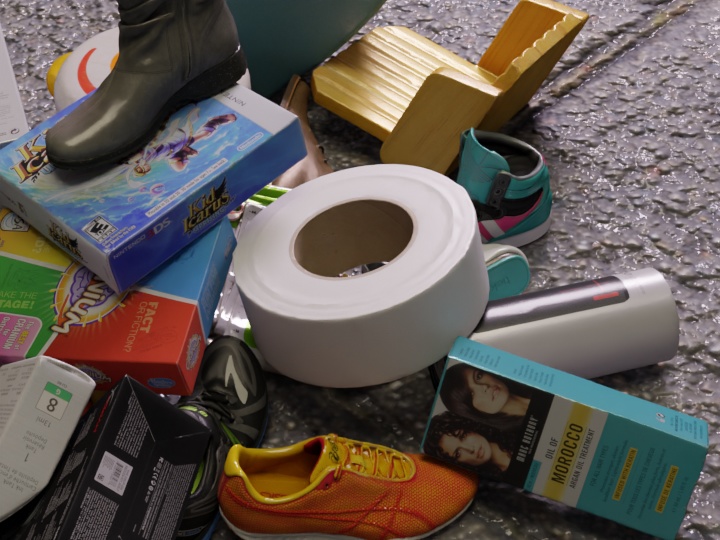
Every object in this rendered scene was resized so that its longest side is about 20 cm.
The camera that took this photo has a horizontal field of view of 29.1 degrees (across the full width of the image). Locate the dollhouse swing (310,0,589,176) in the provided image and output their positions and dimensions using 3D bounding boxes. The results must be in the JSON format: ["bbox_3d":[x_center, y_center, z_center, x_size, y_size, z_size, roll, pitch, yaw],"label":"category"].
[{"bbox_3d":[0.079,-0.212,1.348,0.176,0.182,0.200,42,47,7],"label":"dollhouse swing"}]

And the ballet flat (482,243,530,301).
[{"bbox_3d":[0.052,0.031,1.175,0.198,0.070,0.069,-26,48,-20],"label":"ballet flat"}]

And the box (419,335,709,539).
[{"bbox_3d":[0.150,0.123,1.027,0.198,0.083,0.049,18,18,8],"label":"box"}]

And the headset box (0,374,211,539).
[{"bbox_3d":[-0.197,0.187,0.922,0.077,0.200,0.150,34,39,-17],"label":"headset box"}]

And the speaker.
[{"bbox_3d":[0.157,0.055,1.132,0.198,0.082,0.082,-11,43,-12],"label":"speaker"}]

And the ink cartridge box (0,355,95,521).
[{"bbox_3d":[-0.258,0.158,0.946,0.050,0.161,0.202,27,74,-19],"label":"ink cartridge box"}]

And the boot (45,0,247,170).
[{"bbox_3d":[-0.179,-0.177,1.083,0.199,0.132,0.067,-38,48,-26],"label":"boot"}]

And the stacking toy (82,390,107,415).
[{"bbox_3d":[-0.214,0.078,1.110,0.085,0.086,0.201,19,50,20],"label":"stacking toy"}]

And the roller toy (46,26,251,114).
[{"bbox_3d":[-0.192,-0.144,1.301,0.180,0.141,0.201,-13,44,-14],"label":"roller toy"}]

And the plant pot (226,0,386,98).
[{"bbox_3d":[-0.053,-0.297,1.397,0.199,0.142,0.142,-23,28,36],"label":"plant pot"}]

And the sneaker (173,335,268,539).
[{"bbox_3d":[-0.117,0.123,1.053,0.070,0.083,0.201,11,44,9],"label":"sneaker"}]

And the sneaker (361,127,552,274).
[{"bbox_3d":[0.090,-0.061,1.226,0.198,0.122,0.084,-24,47,-23],"label":"sneaker"}]

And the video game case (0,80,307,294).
[{"bbox_3d":[-0.175,-0.091,1.122,0.199,0.046,0.181,-38,48,-25],"label":"video game case"}]

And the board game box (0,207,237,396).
[{"bbox_3d":[-0.210,0.020,1.087,0.197,0.041,0.154,1,50,14],"label":"board game box"}]

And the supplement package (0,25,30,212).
[{"bbox_3d":[-0.371,-0.103,1.248,0.150,0.152,0.201,-14,44,-13],"label":"supplement package"}]

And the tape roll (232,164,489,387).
[{"bbox_3d":[0.000,0.000,1.104,0.200,0.071,0.204,-10,38,8],"label":"tape roll"}]

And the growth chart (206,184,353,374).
[{"bbox_3d":[-0.066,0.005,1.192,0.143,0.018,0.202,5,56,-6],"label":"growth chart"}]

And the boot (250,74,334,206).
[{"bbox_3d":[-0.061,-0.105,1.325,0.075,0.074,0.202,14,49,-8],"label":"boot"}]

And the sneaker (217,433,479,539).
[{"bbox_3d":[-0.004,0.158,1.019,0.197,0.078,0.073,-3,41,-16],"label":"sneaker"}]
